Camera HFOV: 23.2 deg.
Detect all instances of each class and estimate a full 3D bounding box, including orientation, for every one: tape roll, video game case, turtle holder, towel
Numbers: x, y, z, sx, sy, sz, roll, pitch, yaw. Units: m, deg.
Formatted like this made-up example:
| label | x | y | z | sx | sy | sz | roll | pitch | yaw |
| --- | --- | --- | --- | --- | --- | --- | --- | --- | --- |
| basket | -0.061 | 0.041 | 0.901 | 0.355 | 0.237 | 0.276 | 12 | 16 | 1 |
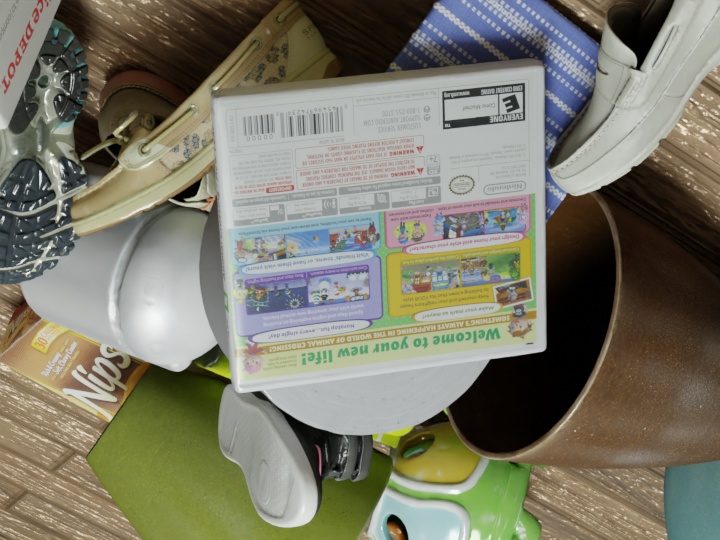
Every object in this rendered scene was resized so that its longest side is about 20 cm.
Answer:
| label | x | y | z | sx | sy | sz | roll | pitch | yaw |
| --- | --- | --- | --- | --- | --- | --- | --- | --- | --- |
| tape roll | 0.000 | 0.000 | 1.118 | 0.200 | 0.201 | 0.066 | 35 | 178 | -25 |
| video game case | 0.015 | -0.026 | 1.043 | 0.198 | 0.022 | 0.184 | -7 | 110 | -12 |
| turtle holder | 0.080 | 0.183 | 1.406 | 0.130 | 0.142 | 0.186 | 16 | 147 | 2 |
| towel | 0.062 | -0.073 | 1.062 | 0.144 | 0.024 | 0.201 | 33 | 99 | -22 |

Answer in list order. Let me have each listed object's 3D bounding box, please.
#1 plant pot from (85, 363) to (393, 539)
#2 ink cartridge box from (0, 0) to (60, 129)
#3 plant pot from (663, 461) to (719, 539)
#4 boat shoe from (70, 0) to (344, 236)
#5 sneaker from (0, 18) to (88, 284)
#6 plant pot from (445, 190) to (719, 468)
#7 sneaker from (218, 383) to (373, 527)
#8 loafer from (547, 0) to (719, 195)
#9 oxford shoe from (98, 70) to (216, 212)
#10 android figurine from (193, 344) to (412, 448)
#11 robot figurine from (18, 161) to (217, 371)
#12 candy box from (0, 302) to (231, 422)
| label | x | y | z | sx | sy | sz | roll | pitch | yaw |
| --- | --- | --- | --- | --- | --- | --- | --- | --- | --- |
| plant pot | -0.107 | 0.167 | 1.362 | 0.199 | 0.188 | 0.187 | 35 | 143 | -5 |
| ink cartridge box | -0.251 | -0.199 | 1.011 | 0.084 | 0.146 | 0.201 | 3 | 143 | 16 |
| plant pot | 0.328 | 0.229 | 1.371 | 0.198 | 0.136 | 0.201 | 12 | 145 | 8 |
| boat shoe | -0.106 | -0.093 | 1.105 | 0.199 | 0.073 | 0.063 | -34 | 97 | 1 |
| sneaker | -0.228 | -0.086 | 1.180 | 0.077 | 0.086 | 0.202 | -6 | 124 | -33 |
| plant pot | 0.186 | 0.058 | 1.179 | 0.198 | 0.189 | 0.186 | 19 | 148 | -29 |
| sneaker | -0.029 | 0.120 | 1.180 | 0.098 | 0.072 | 0.200 | 4 | -170 | -17 |
| loafer | 0.163 | -0.124 | 0.995 | 0.069 | 0.070 | 0.200 | 29 | 125 | -14 |
| oxford shoe | -0.094 | -0.057 | 1.193 | 0.199 | 0.074 | 0.071 | 27 | 121 | -16 |
| android figurine | -0.038 | 0.090 | 1.358 | 0.181 | 0.041 | 0.199 | 19 | 176 | 39 |
| robot figurine | -0.164 | -0.002 | 1.250 | 0.199 | 0.113 | 0.171 | 19 | 139 | 31 |
| candy box | -0.186 | 0.080 | 1.448 | 0.199 | 0.056 | 0.115 | 31 | 140 | -22 |
